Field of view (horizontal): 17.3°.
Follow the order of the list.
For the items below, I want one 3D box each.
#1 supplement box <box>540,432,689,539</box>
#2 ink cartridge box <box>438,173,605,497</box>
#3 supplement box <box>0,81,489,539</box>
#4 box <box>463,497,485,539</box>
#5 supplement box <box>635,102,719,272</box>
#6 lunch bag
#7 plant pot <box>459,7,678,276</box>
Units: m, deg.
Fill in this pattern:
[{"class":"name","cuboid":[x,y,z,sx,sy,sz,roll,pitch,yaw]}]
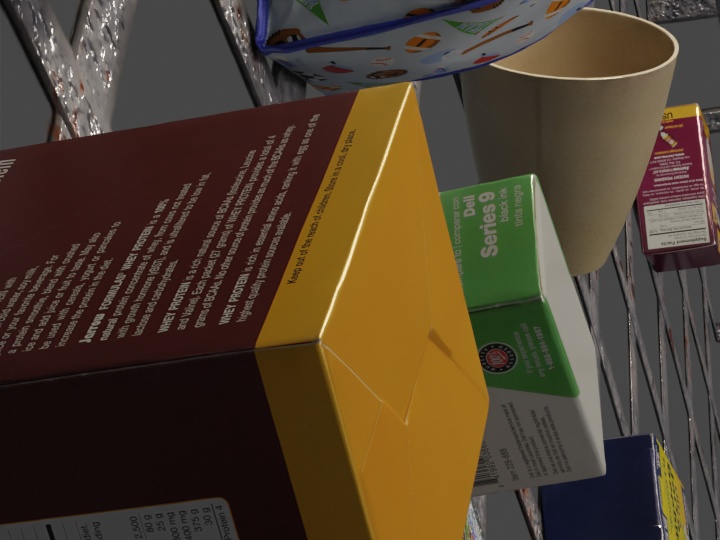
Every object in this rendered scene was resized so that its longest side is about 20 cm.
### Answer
[{"class":"supplement box","cuboid":[0.240,0.233,2.194,0.200,0.109,0.109,51,33,-66]},{"class":"ink cartridge box","cuboid":[0.005,0.045,1.137,0.146,0.200,0.084,67,17,-48]},{"class":"supplement box","cuboid":[-0.076,0.048,0.787,0.197,0.200,0.133,-72,150,-62]},{"class":"box","cuboid":[0.060,0.226,1.456,0.137,0.038,0.200,-80,157,-53]},{"class":"supplement box","cuboid":[0.429,-0.111,3.210,0.131,0.103,0.201,39,45,-73]},{"class":"lunch bag","cuboid":[0.046,-0.186,1.446,0.170,0.200,0.124,12,70,-75]},{"class":"plant pot","cuboid":[0.172,-0.103,2.025,0.187,0.187,0.200,-68,162,-65]}]
